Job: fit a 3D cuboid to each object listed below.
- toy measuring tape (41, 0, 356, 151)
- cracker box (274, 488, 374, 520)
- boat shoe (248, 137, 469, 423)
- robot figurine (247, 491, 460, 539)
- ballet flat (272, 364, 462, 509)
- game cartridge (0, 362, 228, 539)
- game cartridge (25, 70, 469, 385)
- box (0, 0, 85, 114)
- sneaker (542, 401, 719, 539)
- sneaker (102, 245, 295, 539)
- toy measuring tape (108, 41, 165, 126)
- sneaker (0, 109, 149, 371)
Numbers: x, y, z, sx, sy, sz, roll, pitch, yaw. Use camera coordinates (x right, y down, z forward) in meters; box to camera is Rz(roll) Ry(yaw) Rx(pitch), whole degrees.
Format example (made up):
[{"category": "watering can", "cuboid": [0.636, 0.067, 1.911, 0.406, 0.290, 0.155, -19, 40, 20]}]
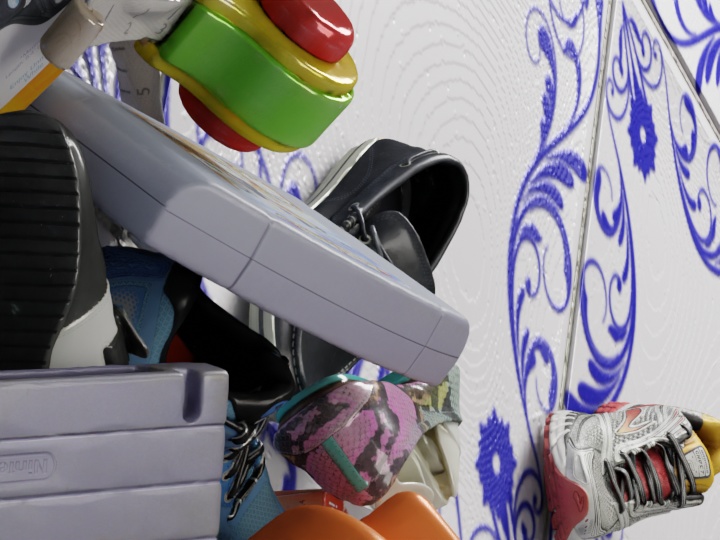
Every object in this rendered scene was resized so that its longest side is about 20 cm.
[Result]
[{"category": "toy measuring tape", "cuboid": [-0.050, -0.077, 1.020, 0.200, 0.073, 0.074, -18, 102, -68]}, {"category": "cracker box", "cuboid": [-0.001, 0.186, 1.238, 0.200, 0.058, 0.134, 31, 58, -60]}, {"category": "boat shoe", "cuboid": [0.000, 0.000, 1.268, 0.200, 0.062, 0.075, -57, 139, -50]}, {"category": "robot figurine", "cuboid": [-0.035, 0.172, 1.053, 0.200, 0.144, 0.117, -38, 126, -27]}, {"category": "ballet flat", "cuboid": [0.013, 0.080, 1.208, 0.071, 0.069, 0.200, 59, 12, 6]}, {"category": "game cartridge", "cuboid": [-0.132, 0.099, 0.905, 0.200, 0.038, 0.130, -1, 101, -44]}, {"category": "game cartridge", "cuboid": [-0.044, -0.014, 1.062, 0.200, 0.133, 0.042, 28, 92, -51]}, {"category": "box", "cuboid": [-0.104, -0.143, 0.930, 0.119, 0.041, 0.200, -47, 165, -24]}, {"category": "sneaker", "cuboid": [0.164, 0.113, 1.582, 0.200, 0.082, 0.078, -22, 106, -64]}, {"category": "sneaker", "cuboid": [-0.065, 0.068, 1.078, 0.200, 0.090, 0.078, 63, 33, -42]}, {"category": "toy measuring tape", "cuboid": [-0.085, -0.121, 1.104, 0.074, 0.073, 0.200, -60, 147, -51]}, {"category": "sneaker", "cuboid": [-0.119, 0.038, 0.995, 0.088, 0.074, 0.200, -14, 109, -65]}]
